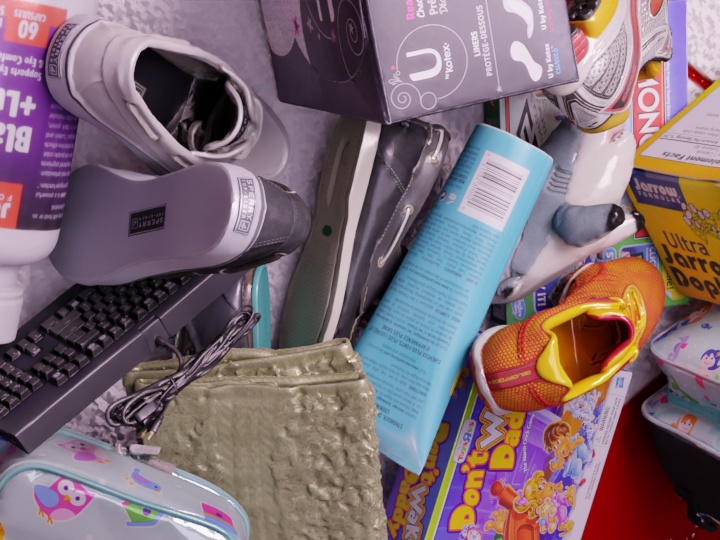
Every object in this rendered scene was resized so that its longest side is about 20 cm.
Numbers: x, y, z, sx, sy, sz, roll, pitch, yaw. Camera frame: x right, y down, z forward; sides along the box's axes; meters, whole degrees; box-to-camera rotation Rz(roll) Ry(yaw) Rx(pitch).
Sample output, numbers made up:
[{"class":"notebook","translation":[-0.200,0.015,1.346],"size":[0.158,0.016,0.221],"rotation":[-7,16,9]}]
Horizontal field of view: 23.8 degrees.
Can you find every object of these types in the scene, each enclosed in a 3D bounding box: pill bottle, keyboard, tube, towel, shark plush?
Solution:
[{"class":"pill bottle","translation":[-0.213,-0.066,0.929],"size":[0.111,0.111,0.201],"rotation":[8,97,-20]},{"class":"keyboard","translation":[-0.122,0.030,0.947],"size":[0.200,0.127,0.021],"rotation":[-42,140,-29]},{"class":"tube","translation":[0.047,0.013,1.002],"size":[0.050,0.077,0.200],"rotation":[30,86,-58]},{"class":"towel","translation":[-0.054,0.138,0.991],"size":[0.148,0.036,0.201],"rotation":[-4,107,10]},{"class":"shark plush","translation":[0.090,-0.025,1.059],"size":[0.200,0.091,0.083],"rotation":[-36,79,27]}]

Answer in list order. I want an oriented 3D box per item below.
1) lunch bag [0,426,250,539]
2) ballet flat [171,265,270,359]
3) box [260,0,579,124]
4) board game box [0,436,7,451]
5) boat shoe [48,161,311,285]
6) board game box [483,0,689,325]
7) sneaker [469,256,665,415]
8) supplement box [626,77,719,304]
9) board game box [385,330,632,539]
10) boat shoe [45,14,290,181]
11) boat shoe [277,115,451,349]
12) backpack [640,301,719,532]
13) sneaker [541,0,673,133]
[{"class":"lunch bag","translation":[-0.159,0.188,0.950],"size":[0.160,0.077,0.200],"rotation":[22,104,-5]},{"class":"ballet flat","translation":[-0.079,0.087,1.033],"size":[0.073,0.073,0.201],"rotation":[-13,109,-17]},{"class":"box","translation":[0.019,-0.161,0.946],"size":[0.114,0.200,0.133],"rotation":[-15,104,-17]},{"class":"board game box","translation":[-0.241,0.161,0.998],"size":[0.200,0.037,0.152],"rotation":[27,91,-22]},{"class":"boat shoe","translation":[-0.105,-0.022,0.937],"size":[0.057,0.200,0.069],"rotation":[12,82,-39]},{"class":"board game box","translation":[0.146,-0.071,1.099],"size":[0.134,0.029,0.201],"rotation":[-7,101,-17]},{"class":"sneaker","translation":[0.144,0.040,1.023],"size":[0.200,0.077,0.073],"rotation":[-31,104,-52]},{"class":"supplement box","translation":[0.282,-0.076,1.083],"size":[0.200,0.109,0.110],"rotation":[-39,115,-18]},{"class":"board game box","translation":[0.085,0.144,1.086],"size":[0.134,0.045,0.201],"rotation":[13,95,-38]},{"class":"boat shoe","translation":[-0.087,-0.087,0.946],"size":[0.200,0.066,0.072],"rotation":[35,73,-55]},{"class":"boat shoe","translation":[0.000,0.000,1.032],"size":[0.067,0.072,0.201],"rotation":[12,102,-26]},{"class":"backpack","translation":[0.297,0.075,1.099],"size":[0.200,0.177,0.151],"rotation":[-28,114,-17]},{"class":"sneaker","translation":[0.151,-0.157,1.030],"size":[0.082,0.078,0.200],"rotation":[55,46,-26]}]
